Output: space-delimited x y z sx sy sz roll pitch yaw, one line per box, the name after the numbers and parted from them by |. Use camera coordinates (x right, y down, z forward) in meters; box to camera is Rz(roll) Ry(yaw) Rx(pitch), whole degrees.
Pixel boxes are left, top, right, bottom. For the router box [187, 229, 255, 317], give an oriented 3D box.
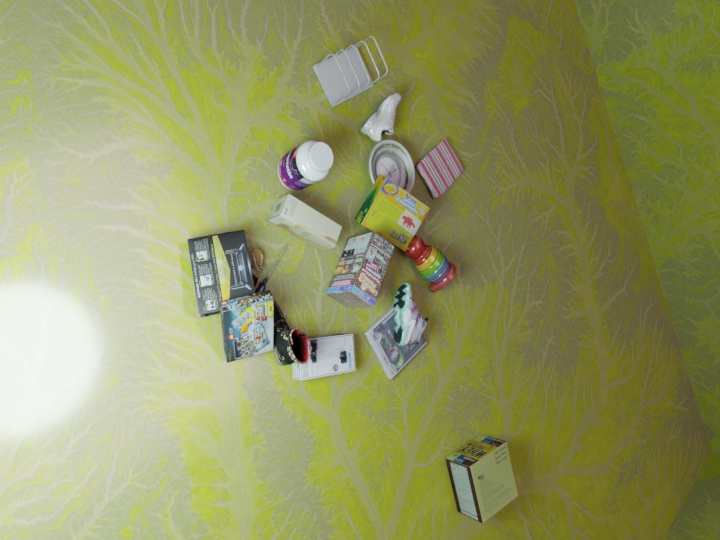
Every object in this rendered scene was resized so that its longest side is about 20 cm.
-0.367 0.007 1.403 0.151 0.052 0.208 -9 81 -15 | router box

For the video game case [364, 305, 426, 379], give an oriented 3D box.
0.122 0.228 1.777 0.199 0.023 0.186 -38 107 -31 | video game case

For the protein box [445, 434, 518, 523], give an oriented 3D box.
0.431 0.733 1.875 0.194 0.133 0.208 -17 96 -33 | protein box

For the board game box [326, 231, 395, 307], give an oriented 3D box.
0.000 0.000 1.634 0.095 0.158 0.206 31 70 -27 | board game box

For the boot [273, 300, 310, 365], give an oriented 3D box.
-0.212 0.172 1.479 0.071 0.149 0.208 -17 95 -32 | boot

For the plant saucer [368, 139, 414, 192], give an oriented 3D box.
0.098 -0.338 1.797 0.194 0.050 0.209 4 83 -34 | plant saucer

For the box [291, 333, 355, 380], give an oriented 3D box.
-0.113 0.259 1.593 0.194 0.059 0.122 -1 86 -34 | box

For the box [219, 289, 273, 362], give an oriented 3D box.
-0.299 0.150 1.400 0.132 0.038 0.205 -12 136 -22 | box

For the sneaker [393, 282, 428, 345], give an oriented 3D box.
0.180 0.147 1.772 0.136 0.077 0.208 5 92 -34 | sneaker

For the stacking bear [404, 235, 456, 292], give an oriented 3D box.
0.230 -0.038 1.830 0.199 0.113 0.124 40 65 -19 | stacking bear

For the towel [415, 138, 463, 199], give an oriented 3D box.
0.294 -0.379 1.950 0.200 0.030 0.149 -45 110 -31 | towel

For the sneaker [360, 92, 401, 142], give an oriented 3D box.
0.086 -0.512 1.786 0.099 0.078 0.202 42 73 -13 | sneaker

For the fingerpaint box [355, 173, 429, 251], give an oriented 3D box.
0.105 -0.190 1.739 0.196 0.073 0.170 27 98 -28 | fingerpaint box

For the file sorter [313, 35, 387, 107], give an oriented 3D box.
-0.025 -0.646 1.698 0.198 0.123 0.142 -37 106 -31 | file sorter

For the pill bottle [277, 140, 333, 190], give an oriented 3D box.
-0.158 -0.306 1.530 0.109 0.198 0.117 4 83 -32 | pill bottle

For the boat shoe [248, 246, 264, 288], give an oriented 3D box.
-0.313 0.030 1.476 0.072 0.062 0.207 24 73 -29 | boat shoe

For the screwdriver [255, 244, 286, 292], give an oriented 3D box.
-0.260 0.009 1.532 0.029 0.028 0.203 31 70 4 | screwdriver

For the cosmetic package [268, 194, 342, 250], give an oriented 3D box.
-0.163 -0.140 1.571 0.196 0.104 0.073 29 72 -27 | cosmetic package
